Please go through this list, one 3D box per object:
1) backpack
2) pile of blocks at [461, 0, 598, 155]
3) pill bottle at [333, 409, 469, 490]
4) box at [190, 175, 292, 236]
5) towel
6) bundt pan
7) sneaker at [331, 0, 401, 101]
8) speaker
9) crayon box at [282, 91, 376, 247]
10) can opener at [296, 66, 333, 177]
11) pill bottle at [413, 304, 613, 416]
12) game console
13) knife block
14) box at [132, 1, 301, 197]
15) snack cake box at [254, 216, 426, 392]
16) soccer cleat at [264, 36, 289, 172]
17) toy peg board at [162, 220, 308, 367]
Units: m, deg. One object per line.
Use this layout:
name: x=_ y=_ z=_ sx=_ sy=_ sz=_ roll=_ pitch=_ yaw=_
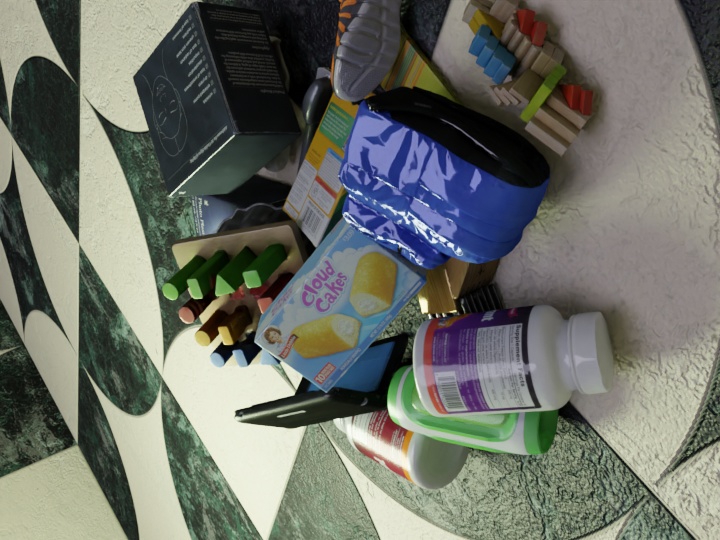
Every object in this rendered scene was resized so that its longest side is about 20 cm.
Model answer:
backpack: x=0.094 y=-0.091 z=0.878 sx=0.198 sy=0.162 sz=0.170 roll=26 pitch=122 yaw=14
pile of blocks: x=0.163 y=-0.212 z=0.811 sx=0.201 sy=0.081 sz=0.062 roll=57 pitch=144 yaw=19
pill bottle: x=0.051 y=0.221 z=1.155 sx=0.199 sy=0.112 sz=0.115 roll=17 pitch=120 yaw=51
box: x=-0.172 y=-0.038 z=1.331 sx=0.197 sy=0.122 sz=0.203 roll=20 pitch=122 yaw=47
towel: x=0.083 y=-0.201 z=0.988 sx=0.201 sy=0.018 sz=0.086 roll=56 pitch=147 yaw=20
bundt pan: x=-0.140 y=0.009 z=1.188 sx=0.198 sy=0.076 sz=0.205 roll=5 pitch=113 yaw=12
sneaker: x=-0.003 y=-0.309 z=0.990 sx=0.112 sy=0.077 sz=0.203 roll=32 pitch=105 yaw=52
speaker: x=0.134 y=0.166 z=0.993 sx=0.197 sy=0.088 sz=0.090 roll=5 pitch=112 yaw=33
crayon box: x=-0.022 y=-0.139 z=1.065 sx=0.126 sy=0.051 sz=0.202 roll=46 pitch=116 yaw=52
can opener: x=-0.065 y=-0.195 z=1.159 sx=0.053 sy=0.066 sz=0.202 roll=45 pitch=143 yaw=29
pill bottle: x=0.166 y=0.097 z=0.887 sx=0.197 sy=0.111 sz=0.113 roll=-9 pitch=101 yaw=27
game console: x=-0.054 y=0.149 z=1.143 sx=0.198 sy=0.175 sz=0.118 roll=-19 pitch=65 yaw=37
knife block: x=0.103 y=0.015 z=1.022 sx=0.200 sy=0.063 sz=0.177 roll=45 pitch=138 yaw=31
box: x=-0.210 y=-0.238 z=1.174 sx=0.199 sy=0.123 sz=0.200 roll=-29 pitch=74 yaw=44
snack cake box: x=-0.025 y=0.035 z=0.983 sx=0.114 sy=0.067 sz=0.200 roll=35 pitch=114 yaw=-14
soccer cleat: x=-0.136 y=-0.249 z=1.227 sx=0.077 sy=0.069 sz=0.204 roll=6 pitch=109 yaw=49
toy peg board: x=-0.159 y=0.056 z=1.106 sx=0.197 sy=0.098 sz=0.202 roll=-7 pitch=113 yaw=26
